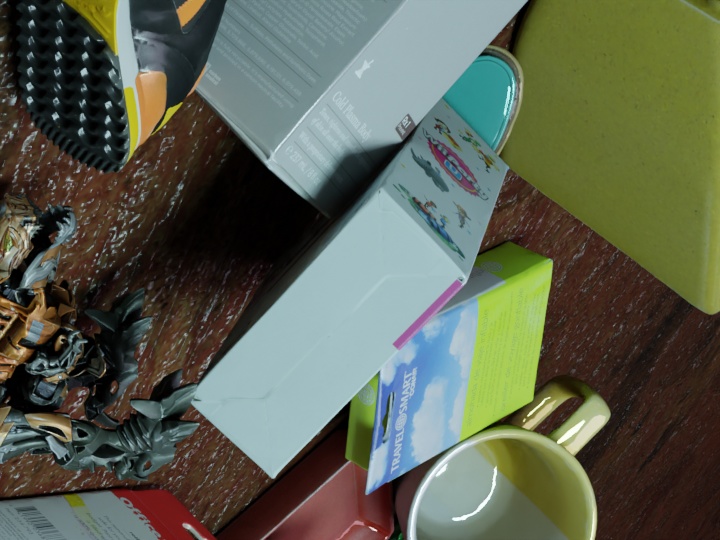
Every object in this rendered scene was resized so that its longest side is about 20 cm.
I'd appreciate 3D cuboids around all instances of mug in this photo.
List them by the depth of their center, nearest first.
[{"bbox_3d":[0.109,0.177,1.259,0.185,0.151,0.153,-14,-170,-10],"label":"mug"}]

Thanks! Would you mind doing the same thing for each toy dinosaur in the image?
[{"bbox_3d":[-0.162,0.053,0.757,0.135,0.103,0.200,1,144,-31],"label":"toy dinosaur"}]

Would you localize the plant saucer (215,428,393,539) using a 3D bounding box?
[{"bbox_3d":[-0.058,0.215,1.210,0.199,0.037,0.201,-40,155,-20],"label":"plant saucer"}]

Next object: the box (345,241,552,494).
[{"bbox_3d":[0.059,0.067,1.137,0.199,0.047,0.123,-23,127,-45],"label":"box"}]

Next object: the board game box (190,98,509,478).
[{"bbox_3d":[0.000,0.000,0.830,0.148,0.064,0.200,-45,-173,21],"label":"board game box"}]

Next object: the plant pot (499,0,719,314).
[{"bbox_3d":[0.210,-0.139,0.974,0.195,0.194,0.201,-40,149,-19],"label":"plant pot"}]

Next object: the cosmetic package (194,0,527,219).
[{"bbox_3d":[0.012,-0.135,0.753,0.200,0.090,0.107,-46,158,2],"label":"cosmetic package"}]

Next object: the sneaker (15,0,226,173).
[{"bbox_3d":[-0.086,-0.136,0.625,0.090,0.070,0.201,-48,161,-42],"label":"sneaker"}]

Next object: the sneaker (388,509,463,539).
[{"bbox_3d":[0.063,0.212,1.383,0.201,0.074,0.083,-53,143,1],"label":"sneaker"}]

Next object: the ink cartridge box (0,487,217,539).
[{"bbox_3d":[-0.150,0.190,0.916,0.068,0.116,0.199,-55,155,14],"label":"ink cartridge box"}]

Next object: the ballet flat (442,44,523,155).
[{"bbox_3d":[0.032,-0.056,0.956,0.201,0.068,0.063,-56,-177,22],"label":"ballet flat"}]
